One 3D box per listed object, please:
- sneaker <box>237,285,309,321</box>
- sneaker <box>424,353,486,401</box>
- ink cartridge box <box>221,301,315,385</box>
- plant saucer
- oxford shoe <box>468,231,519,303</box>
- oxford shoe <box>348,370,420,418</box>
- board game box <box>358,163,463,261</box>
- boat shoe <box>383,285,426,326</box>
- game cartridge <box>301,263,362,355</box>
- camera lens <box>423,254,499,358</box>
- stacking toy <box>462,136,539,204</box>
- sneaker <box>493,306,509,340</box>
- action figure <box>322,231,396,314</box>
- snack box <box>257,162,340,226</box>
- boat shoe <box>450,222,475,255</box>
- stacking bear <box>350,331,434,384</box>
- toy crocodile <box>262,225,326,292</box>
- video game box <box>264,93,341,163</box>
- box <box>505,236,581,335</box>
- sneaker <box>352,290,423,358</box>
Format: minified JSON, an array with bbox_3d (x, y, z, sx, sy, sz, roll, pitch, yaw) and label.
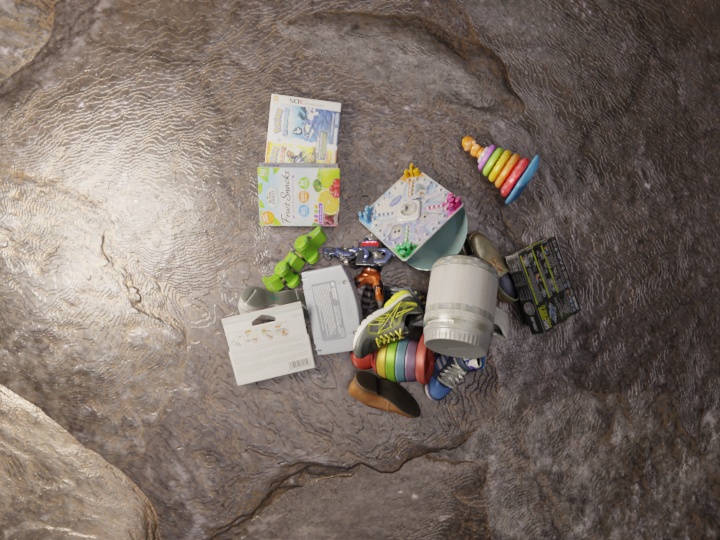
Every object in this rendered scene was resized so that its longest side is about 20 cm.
[{"bbox_3d":[-0.204,0.089,1.311,0.195,0.080,0.072,13,54,-22],"label":"sneaker"},{"bbox_3d":[0.234,0.233,1.295,0.079,0.146,0.203,31,84,-11],"label":"sneaker"},{"bbox_3d":[-0.218,0.170,1.289,0.194,0.044,0.179,-12,107,-5],"label":"ink cartridge box"},{"bbox_3d":[0.175,-0.100,1.329,0.196,0.038,0.208,-5,79,29],"label":"plant saucer"},{"bbox_3d":[0.342,-0.011,1.351,0.070,0.074,0.202,-35,91,-5],"label":"oxford shoe"},{"bbox_3d":[0.059,0.317,1.332,0.196,0.072,0.072,29,124,-11],"label":"oxford shoe"},{"bbox_3d":[0.115,-0.148,1.298,0.199,0.026,0.200,-42,51,-5],"label":"board game box"},{"bbox_3d":[0.150,0.090,1.334,0.193,0.071,0.094,6,89,-3],"label":"boat shoe"},{"bbox_3d":[-0.062,0.093,1.281,0.130,0.040,0.207,-9,94,23],"label":"game cartridge"},{"bbox_3d":[0.227,0.078,1.216,0.155,0.160,0.206,14,69,-4],"label":"camera lens"},{"bbox_3d":[0.337,-0.272,1.355,0.198,0.110,0.117,36,71,8],"label":"stacking toy"},{"bbox_3d":[0.283,0.109,1.320,0.195,0.089,0.076,24,124,-8],"label":"sneaker"},{"bbox_3d":[0.000,0.000,1.332,0.195,0.104,0.199,11,80,24],"label":"action figure"},{"bbox_3d":[-0.147,-0.183,1.302,0.193,0.053,0.147,1,113,-4],"label":"snack box"},{"bbox_3d":[0.256,-0.024,1.349,0.070,0.065,0.206,-15,90,-6],"label":"boat shoe"},{"bbox_3d":[0.070,0.207,1.294,0.194,0.114,0.125,4,123,20],"label":"stacking bear"},{"bbox_3d":[-0.159,-0.027,1.321,0.201,0.061,0.068,-50,134,-5],"label":"toy crocodile"},{"bbox_3d":[-0.142,-0.323,1.337,0.176,0.047,0.207,5,88,-3],"label":"video game box"},{"bbox_3d":[0.458,0.035,1.343,0.157,0.044,0.205,-21,90,-31],"label":"box"},{"bbox_3d":[0.064,0.132,1.240,0.200,0.075,0.084,-45,52,-13],"label":"sneaker"}]
